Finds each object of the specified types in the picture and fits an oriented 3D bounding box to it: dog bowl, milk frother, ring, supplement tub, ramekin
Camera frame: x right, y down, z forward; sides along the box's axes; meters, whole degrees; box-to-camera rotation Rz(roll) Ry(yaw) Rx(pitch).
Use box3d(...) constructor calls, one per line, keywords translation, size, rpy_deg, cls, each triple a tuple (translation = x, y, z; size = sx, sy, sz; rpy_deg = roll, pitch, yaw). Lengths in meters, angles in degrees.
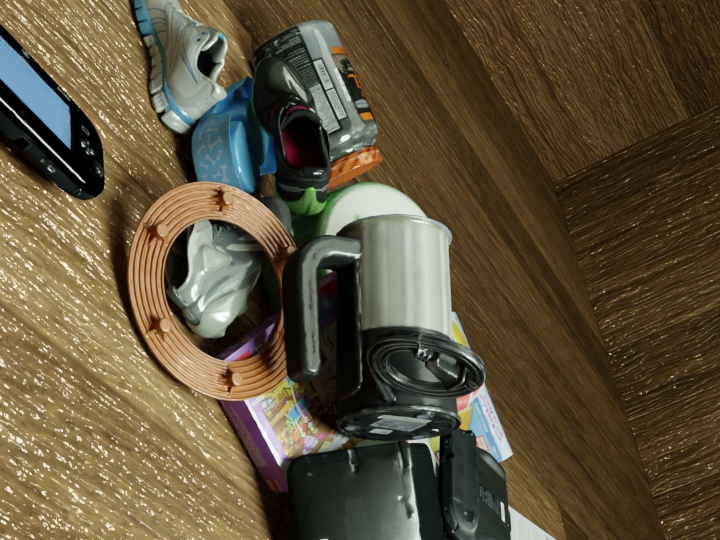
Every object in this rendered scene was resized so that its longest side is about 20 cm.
box3d(translation=(-0.137, -0.134, 1.225), size=(0.201, 0.049, 0.112), rpy_deg=(-85, 160, -59), cls="dog bowl")
box3d(translation=(0.044, 0.037, 1.011), size=(0.180, 0.199, 0.190), rpy_deg=(21, 59, -44), cls="milk frother")
box3d(translation=(-0.118, 0.016, 1.006), size=(0.199, 0.019, 0.203), rpy_deg=(15, 66, -38), cls="ring")
box3d(translation=(-0.054, -0.217, 1.487), size=(0.202, 0.122, 0.122), rpy_deg=(66, 18, 2), cls="supplement tub")
box3d(translation=(0.000, 0.000, 1.244), size=(0.198, 0.097, 0.203), rpy_deg=(12, 70, -34), cls="ramekin")

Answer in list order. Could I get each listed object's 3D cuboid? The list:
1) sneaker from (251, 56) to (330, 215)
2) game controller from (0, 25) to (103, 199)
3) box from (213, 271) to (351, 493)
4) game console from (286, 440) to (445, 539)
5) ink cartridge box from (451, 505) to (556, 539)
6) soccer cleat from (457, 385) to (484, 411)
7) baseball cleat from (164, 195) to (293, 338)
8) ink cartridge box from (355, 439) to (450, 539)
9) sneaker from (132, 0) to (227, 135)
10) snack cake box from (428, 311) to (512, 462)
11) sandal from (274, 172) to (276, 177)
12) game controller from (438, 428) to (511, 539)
box3d(translation=(-0.065, -0.155, 1.195), size=(0.076, 0.084, 0.202), rpy_deg=(-4, 57, -23), cls="sneaker")
box3d(translation=(-0.268, -0.143, 0.875), size=(0.200, 0.042, 0.105), rpy_deg=(51, 23, -40), cls="game controller")
box3d(translation=(-0.046, 0.100, 1.085), size=(0.200, 0.039, 0.138), rpy_deg=(-36, 103, -43), cls="box")
box3d(translation=(0.016, 0.269, 1.057), size=(0.116, 0.174, 0.203), rpy_deg=(137, -54, -69), cls="game console")
box3d(translation=(0.155, 0.327, 1.239), size=(0.176, 0.045, 0.200), rpy_deg=(38, 21, -10), cls="ink cartridge box")
box3d(translation=(0.070, 0.095, 1.403), size=(0.200, 0.076, 0.067), rpy_deg=(50, -29, 25), cls="soccer cleat")
box3d(translation=(-0.126, -0.030, 1.072), size=(0.107, 0.069, 0.201), rpy_deg=(55, 32, -27), cls="baseball cleat")
box3d(translation=(0.055, 0.283, 1.205), size=(0.202, 0.083, 0.145), rpy_deg=(66, 16, -2), cls="ink cartridge box")
box3d(translation=(-0.184, -0.245, 1.207), size=(0.075, 0.086, 0.202), rpy_deg=(31, 37, -58), cls="sneaker")
box3d(translation=(0.103, 0.167, 1.448), size=(0.202, 0.114, 0.067), rpy_deg=(68, 16, 9), cls="snack cake box")
box3d(translation=(-0.087, -0.163, 1.355), size=(0.201, 0.053, 0.081), rpy_deg=(-115, -153, -44), cls="sandal")
box3d(translation=(0.127, 0.250, 1.239), size=(0.105, 0.042, 0.200), rpy_deg=(52, 18, -16), cls="game controller")
